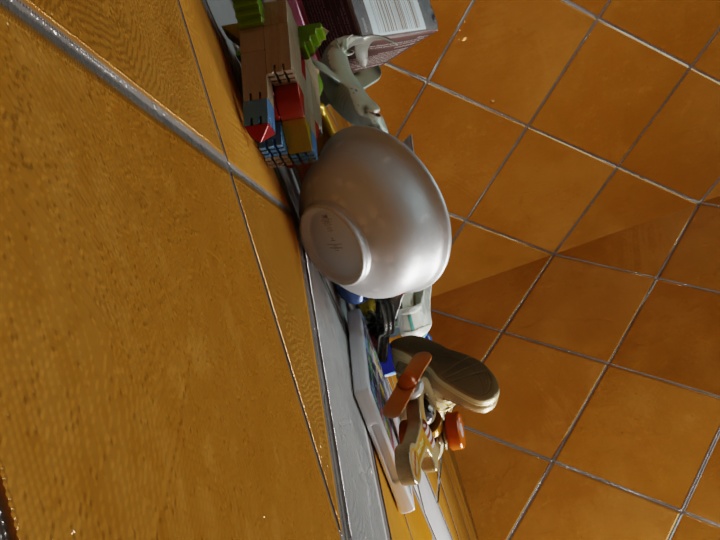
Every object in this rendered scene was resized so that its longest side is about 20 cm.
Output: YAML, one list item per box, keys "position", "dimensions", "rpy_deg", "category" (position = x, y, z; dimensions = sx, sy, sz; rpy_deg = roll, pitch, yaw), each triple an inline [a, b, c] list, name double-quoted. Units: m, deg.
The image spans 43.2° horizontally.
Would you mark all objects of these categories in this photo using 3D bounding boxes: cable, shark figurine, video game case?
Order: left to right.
- position: [-0.028, -0.236, 1.122]
  dimensions: [0.126, 0.090, 0.217]
  rpy_deg: [24, 39, -19]
  category: "shark figurine"
- position: [0.019, 0.080, 1.221]
  dimensions: [0.200, 0.049, 0.099]
  rpy_deg: [130, -44, -88]
  category: "cable"
- position: [0.023, 0.172, 1.147]
  dimensions: [0.201, 0.023, 0.185]
  rpy_deg: [-96, 168, -66]
  category: "video game case"

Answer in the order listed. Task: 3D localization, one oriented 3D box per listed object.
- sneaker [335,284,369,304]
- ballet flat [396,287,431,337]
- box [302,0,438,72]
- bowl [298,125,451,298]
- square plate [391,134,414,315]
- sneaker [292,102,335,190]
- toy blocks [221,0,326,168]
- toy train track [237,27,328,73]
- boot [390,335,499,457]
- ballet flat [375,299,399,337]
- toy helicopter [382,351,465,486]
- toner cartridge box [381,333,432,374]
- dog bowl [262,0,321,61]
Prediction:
- position: [0.000, 0.000, 1.262]
  dimensions: [0.201, 0.069, 0.079]
  rpy_deg: [-75, 178, -57]
  category: "sneaker"
- position: [0.074, 0.022, 1.377]
  dimensions: [0.202, 0.068, 0.070]
  rpy_deg: [-92, 164, -55]
  category: "ballet flat"
- position: [-0.024, -0.386, 1.347]
  dimensions: [0.198, 0.164, 0.167]
  rpy_deg: [-18, -89, 50]
  category: "box"
- position: [-0.003, -0.046, 0.993]
  dimensions: [0.199, 0.090, 0.204]
  rpy_deg: [27, -45, 31]
  category: "bowl"
- position: [0.050, -0.057, 1.305]
  dimensions: [0.202, 0.028, 0.201]
  rpy_deg: [103, -10, -45]
  category: "square plate"
- position: [-0.036, -0.105, 1.098]
  dimensions: [0.077, 0.073, 0.202]
  rpy_deg: [-5, -63, 58]
  category: "sneaker"
- position: [-0.078, -0.172, 0.931]
  dimensions: [0.200, 0.098, 0.140]
  rpy_deg: [58, 25, -72]
  category: "toy blocks"
- position: [-0.098, -0.253, 1.072]
  dimensions: [0.032, 0.116, 0.200]
  rpy_deg: [37, 13, 13]
  category: "toy train track"
- position: [0.111, 0.190, 1.231]
  dimensions: [0.199, 0.072, 0.159]
  rpy_deg: [23, -60, 49]
  category: "boot"
- position: [0.043, 0.074, 1.463]
  dimensions: [0.200, 0.071, 0.073]
  rpy_deg: [-17, 88, -80]
  category: "ballet flat"
- position: [0.067, 0.183, 1.075]
  dimensions: [0.200, 0.077, 0.135]
  rpy_deg: [-53, 131, -71]
  category: "toy helicopter"
- position: [0.070, 0.133, 1.431]
  dimensions: [0.200, 0.093, 0.044]
  rpy_deg: [41, 31, -81]
  category: "toner cartridge box"
- position: [-0.106, -0.323, 1.210]
  dimensions: [0.200, 0.072, 0.204]
  rpy_deg: [-19, 91, -85]
  category: "dog bowl"
